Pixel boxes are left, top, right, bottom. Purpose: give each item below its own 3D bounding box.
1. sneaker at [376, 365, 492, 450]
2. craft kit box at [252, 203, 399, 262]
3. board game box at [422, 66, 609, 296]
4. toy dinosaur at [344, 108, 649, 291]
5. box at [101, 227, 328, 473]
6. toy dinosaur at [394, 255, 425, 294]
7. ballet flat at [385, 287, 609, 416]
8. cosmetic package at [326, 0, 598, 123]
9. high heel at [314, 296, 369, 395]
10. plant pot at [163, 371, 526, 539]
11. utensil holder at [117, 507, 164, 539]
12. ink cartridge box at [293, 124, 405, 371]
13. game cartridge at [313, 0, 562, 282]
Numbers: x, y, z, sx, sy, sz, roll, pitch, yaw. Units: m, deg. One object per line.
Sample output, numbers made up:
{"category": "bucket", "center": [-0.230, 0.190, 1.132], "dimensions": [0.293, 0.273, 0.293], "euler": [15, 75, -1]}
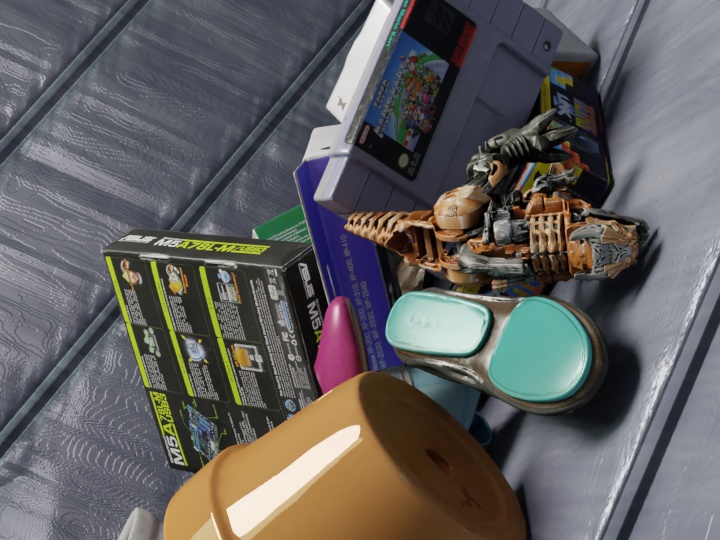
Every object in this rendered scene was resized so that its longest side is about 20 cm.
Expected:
{"category": "sneaker", "center": [0.052, 0.136, 1.051], "dimensions": [0.201, 0.081, 0.075], "euler": [92, 168, -53]}
{"category": "craft kit box", "center": [-0.004, -0.024, 1.369], "dimensions": [0.198, 0.049, 0.198], "euler": [-27, -21, -15]}
{"category": "board game box", "center": [0.110, -0.031, 1.125], "dimensions": [0.166, 0.056, 0.201], "euler": [-77, 14, -61]}
{"category": "toy dinosaur", "center": [0.083, -0.033, 0.940], "dimensions": [0.136, 0.198, 0.103], "euler": [-38, -36, -51]}
{"category": "box", "center": [-0.094, 0.071, 1.160], "dimensions": [0.047, 0.192, 0.202], "euler": [-35, -60, -41]}
{"category": "toy dinosaur", "center": [0.058, 0.001, 1.334], "dimensions": [0.200, 0.086, 0.135], "euler": [-45, -24, 22]}
{"category": "ballet flat", "center": [0.094, 0.048, 0.904], "dimensions": [0.199, 0.068, 0.069], "euler": [18, 80, 57]}
{"category": "cosmetic package", "center": [0.081, -0.146, 1.170], "dimensions": [0.071, 0.199, 0.102], "euler": [48, 126, 32]}
{"category": "high heel", "center": [-0.038, 0.114, 1.014], "dimensions": [0.068, 0.095, 0.203], "euler": [-98, 5, -72]}
{"category": "plant pot", "center": [0.003, 0.156, 0.896], "dimensions": [0.140, 0.200, 0.200], "euler": [-47, 13, 16]}
{"category": "utensil holder", "center": [-0.115, 0.300, 1.173], "dimensions": [0.170, 0.198, 0.172], "euler": [-156, 90, -83]}
{"category": "ink cartridge box", "center": [0.000, 0.000, 1.135], "dimensions": [0.200, 0.043, 0.201], "euler": [-77, -27, -76]}
{"category": "game cartridge", "center": [0.056, -0.110, 1.047], "dimensions": [0.038, 0.129, 0.202], "euler": [4, 68, 54]}
